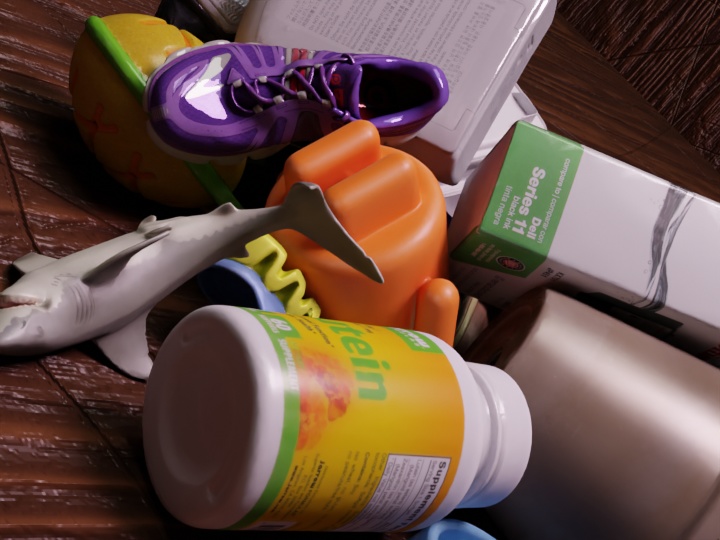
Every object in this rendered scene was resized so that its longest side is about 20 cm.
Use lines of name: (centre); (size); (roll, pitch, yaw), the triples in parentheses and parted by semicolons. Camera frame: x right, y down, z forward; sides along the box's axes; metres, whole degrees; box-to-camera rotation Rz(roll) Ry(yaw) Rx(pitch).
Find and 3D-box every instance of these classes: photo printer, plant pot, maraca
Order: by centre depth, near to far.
plant pot: (0.143, 0.109, 0.920); (0.173, 0.200, 0.200); (39, 19, -8)
maraca: (-0.124, -0.091, 1.007); (0.200, 0.107, 0.137); (53, 1, -13)
photo printer: (0.017, -0.170, 1.058); (0.200, 0.167, 0.069); (26, -17, 14)

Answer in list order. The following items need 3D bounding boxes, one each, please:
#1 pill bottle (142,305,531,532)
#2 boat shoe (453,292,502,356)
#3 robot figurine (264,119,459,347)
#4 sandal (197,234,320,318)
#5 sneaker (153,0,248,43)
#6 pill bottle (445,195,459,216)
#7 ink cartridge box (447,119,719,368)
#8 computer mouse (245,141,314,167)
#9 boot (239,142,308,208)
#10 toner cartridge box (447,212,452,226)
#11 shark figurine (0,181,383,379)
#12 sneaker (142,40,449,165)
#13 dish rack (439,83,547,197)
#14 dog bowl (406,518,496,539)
pill bottle: (-0.005, 0.083, 0.787); (0.200, 0.111, 0.111); (9, 35, -39)
boat shoe: (0.097, 0.045, 1.169); (0.068, 0.072, 0.200); (39, 16, 0)
robot figurine: (0.001, 0.001, 0.945); (0.143, 0.200, 0.117); (9, 50, 13)
sandal: (-0.038, 0.071, 0.884); (0.200, 0.079, 0.087); (45, 55, -10)
sneaker: (-0.104, -0.152, 1.170); (0.200, 0.114, 0.076); (38, 10, -44)
pill bottle: (0.080, -0.131, 1.458); (0.114, 0.114, 0.200); (28, 23, -32)
ink cartridge box: (0.163, -0.007, 0.968); (0.199, 0.083, 0.147); (22, -16, -3)
computer mouse: (-0.064, -0.087, 1.053); (0.200, 0.059, 0.034); (20, 36, 35)
boot: (0.014, -0.065, 1.128); (0.168, 0.077, 0.200); (-19, 47, -23)
toner cartridge box: (0.013, -0.074, 1.259); (0.200, 0.043, 0.095); (49, -8, 23)
shark figurine: (-0.107, 0.014, 0.816); (0.128, 0.214, 0.090); (16, -56, 65)
sneaker: (-0.038, -0.116, 0.932); (0.199, 0.081, 0.083); (-8, -1, -18)
dish rack: (0.049, -0.152, 1.140); (0.171, 0.044, 0.200); (-16, 62, -35)
dog bowl: (0.062, 0.208, 0.783); (0.111, 0.050, 0.200); (34, 20, -19)
